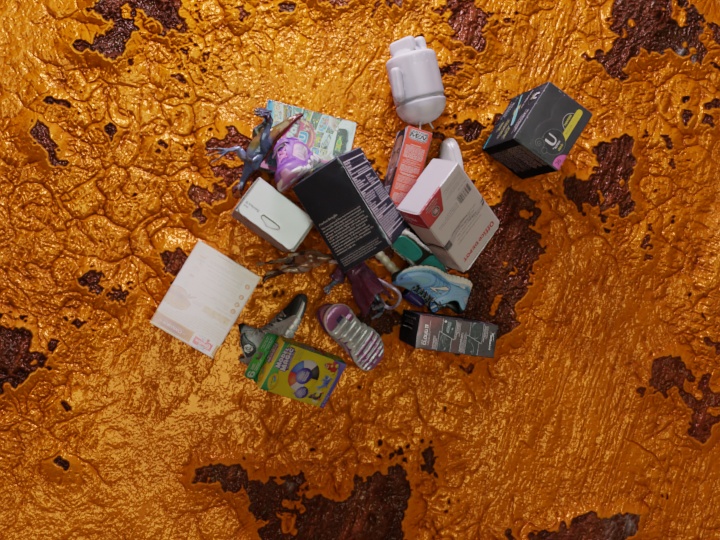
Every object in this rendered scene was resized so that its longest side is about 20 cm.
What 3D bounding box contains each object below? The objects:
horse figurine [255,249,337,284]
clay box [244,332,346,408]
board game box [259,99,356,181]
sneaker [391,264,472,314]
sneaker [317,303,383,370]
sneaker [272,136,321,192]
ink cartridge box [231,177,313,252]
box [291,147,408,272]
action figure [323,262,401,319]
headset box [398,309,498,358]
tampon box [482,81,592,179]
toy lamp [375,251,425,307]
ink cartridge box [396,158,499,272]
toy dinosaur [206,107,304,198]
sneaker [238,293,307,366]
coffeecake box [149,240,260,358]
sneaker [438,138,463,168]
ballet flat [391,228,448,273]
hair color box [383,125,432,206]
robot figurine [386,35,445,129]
[{"bbox_3d":[-0.135,-0.014,1.661,0.132,0.200,0.050,-7,84,-38],"label":"horse figurine"},{"bbox_3d":[-0.139,0.214,1.677,0.199,0.048,0.115,23,98,-36],"label":"clay box"},{"bbox_3d":[-0.122,-0.270,1.703,0.199,0.064,0.148,13,90,-10],"label":"board game box"},{"bbox_3d":[0.158,0.045,1.709,0.199,0.078,0.090,15,71,-23],"label":"sneaker"},{"bbox_3d":[-0.027,0.139,1.725,0.081,0.088,0.200,-49,122,-15],"label":"sneaker"},{"bbox_3d":[-0.143,-0.222,1.573,0.080,0.200,0.089,-33,101,16],"label":"sneaker"},{"bbox_3d":[-0.185,-0.110,1.625,0.145,0.200,0.088,36,86,-10],"label":"ink cartridge box"},{"bbox_3d":[-0.017,-0.128,1.583,0.123,0.200,0.199,-29,95,18],"label":"box"},{"bbox_3d":[0.000,0.000,1.716,0.149,0.134,0.200,-17,67,-42],"label":"action figure"},{"bbox_3d":[0.182,0.137,1.734,0.199,0.149,0.078,10,90,-11],"label":"headset box"},{"bbox_3d":[0.386,-0.305,1.735,0.126,0.200,0.150,33,86,-10],"label":"tampon box"},{"bbox_3d":[0.076,0.002,1.756,0.058,0.058,0.200,-45,97,-7],"label":"toy lamp"},{"bbox_3d":[0.190,-0.117,1.675,0.147,0.083,0.200,-52,127,-14],"label":"ink cartridge box"},{"bbox_3d":[-0.209,-0.236,1.616,0.199,0.105,0.182,0,112,-23],"label":"toy dinosaur"},{"bbox_3d":[-0.201,0.123,1.695,0.115,0.075,0.201,27,87,-9],"label":"sneaker"},{"bbox_3d":[-0.329,0.060,1.666,0.153,0.073,0.201,32,85,-11],"label":"coffeecake box"},{"bbox_3d":[0.168,-0.195,1.759,0.115,0.074,0.201,-5,94,-14],"label":"sneaker"},{"bbox_3d":[0.131,-0.039,1.752,0.072,0.072,0.200,-49,125,-6],"label":"ballet flat"},{"bbox_3d":[0.094,-0.209,1.730,0.061,0.101,0.201,16,88,-12],"label":"hair color box"},{"bbox_3d":[0.122,-0.408,1.721,0.169,0.113,0.201,-18,96,-45],"label":"robot figurine"}]
